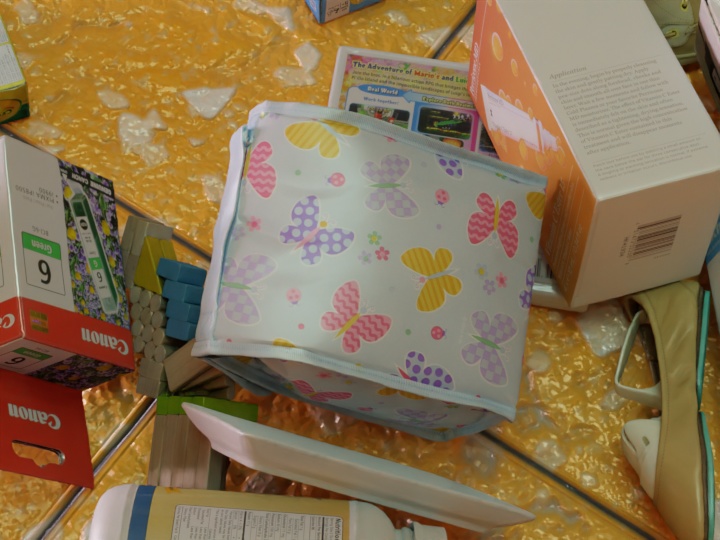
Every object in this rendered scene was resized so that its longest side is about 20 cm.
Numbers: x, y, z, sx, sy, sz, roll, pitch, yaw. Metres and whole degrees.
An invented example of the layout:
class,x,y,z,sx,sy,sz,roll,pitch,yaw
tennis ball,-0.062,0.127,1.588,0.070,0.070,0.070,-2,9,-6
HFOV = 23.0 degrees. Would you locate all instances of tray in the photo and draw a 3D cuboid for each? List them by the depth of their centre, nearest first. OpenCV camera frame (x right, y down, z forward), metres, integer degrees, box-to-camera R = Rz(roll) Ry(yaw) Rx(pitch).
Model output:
class,x,y,z,sx,sy,sz,roll,pitch,yaw
tray,-0.003,0.120,1.047,0.199,0.107,0.022,19,86,-25

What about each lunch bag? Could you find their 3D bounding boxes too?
class,x,y,z,sx,sy,sz,roll,pitch,yaw
lunch bag,0.000,0.000,1.102,0.199,0.127,0.170,16,71,-24

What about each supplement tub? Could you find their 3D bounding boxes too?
class,x,y,z,sx,sy,sz,roll,pitch,yaw
supplement tub,-0.055,0.200,1.007,0.199,0.145,0.145,5,60,-2

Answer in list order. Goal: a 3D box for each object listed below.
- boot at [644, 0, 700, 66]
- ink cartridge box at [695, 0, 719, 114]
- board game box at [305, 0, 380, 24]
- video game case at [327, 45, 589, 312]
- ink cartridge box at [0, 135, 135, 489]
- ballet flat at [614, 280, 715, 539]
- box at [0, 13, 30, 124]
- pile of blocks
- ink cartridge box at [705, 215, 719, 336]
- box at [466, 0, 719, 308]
class,x,y,z,sx,sy,sz,roll,pitch,yaw
boot,0.207,-0.221,1.263,0.199,0.156,0.073,-7,54,-9
ink cartridge box,0.305,-0.155,1.173,0.145,0.200,0.084,-22,84,8
board game box,0.010,-0.308,1.357,0.199,0.056,0.196,-23,65,-17
video game case,0.069,-0.067,1.242,0.199,0.024,0.183,9,59,1
ink cartridge box,-0.193,0.027,1.101,0.050,0.109,0.201,-21,66,26
ballet flat,0.195,0.093,1.141,0.063,0.069,0.200,2,50,7
box,-0.343,-0.135,1.234,0.199,0.048,0.118,-16,63,-16
pile of blocks,-0.101,0.052,1.128,0.062,0.082,0.201,12,56,-45
ink cartridge box,0.313,0.028,1.131,0.128,0.125,0.201,8,58,-19
box,0.153,-0.098,1.173,0.097,0.125,0.200,-14,57,-11
